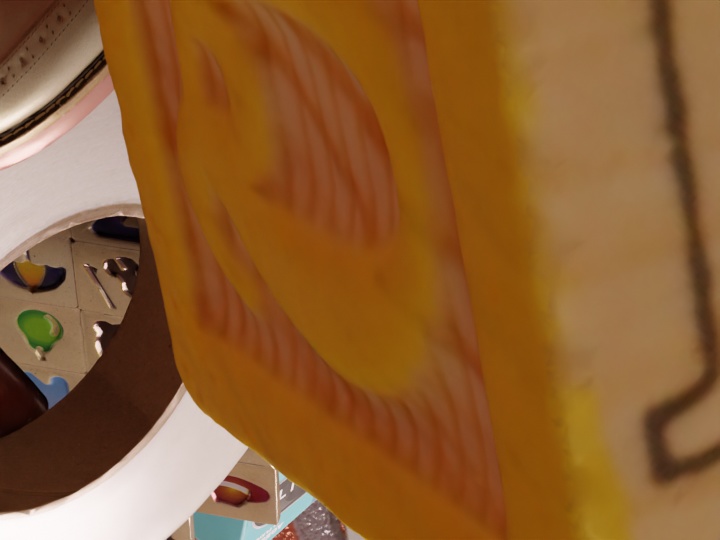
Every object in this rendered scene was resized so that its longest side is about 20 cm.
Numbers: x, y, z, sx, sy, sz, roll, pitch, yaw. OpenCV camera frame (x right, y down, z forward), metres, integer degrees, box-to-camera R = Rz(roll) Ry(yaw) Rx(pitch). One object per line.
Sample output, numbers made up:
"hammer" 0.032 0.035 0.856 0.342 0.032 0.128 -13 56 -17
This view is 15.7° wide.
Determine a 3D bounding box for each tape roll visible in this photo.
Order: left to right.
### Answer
"tape roll" -0.095 0.019 0.769 0.202 0.037 0.204 -28 137 -29

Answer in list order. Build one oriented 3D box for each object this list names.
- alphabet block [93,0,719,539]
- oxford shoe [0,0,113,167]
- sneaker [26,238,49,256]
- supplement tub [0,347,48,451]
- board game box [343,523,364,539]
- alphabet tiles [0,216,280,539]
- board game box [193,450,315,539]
"alphabet block" 0.069 -0.060 0.540 0.199 0.197 0.195 -21 -156 -23
"oxford shoe" -0.122 -0.061 0.650 0.200 0.071 0.074 -35 146 -10
"sneaker" -0.045 -0.063 0.910 0.199 0.085 0.075 -22 174 -13
"supplement tub" -0.200 0.080 0.828 0.200 0.107 0.107 -46 177 -7
"board game box" 0.051 -0.006 0.753 0.102 0.105 0.200 -3 -145 7
"alphabet tiles" -0.110 0.032 0.909 0.165 0.006 0.201 8 137 8
"board game box" 0.000 0.000 0.958 0.151 0.047 0.201 -39 157 -33
